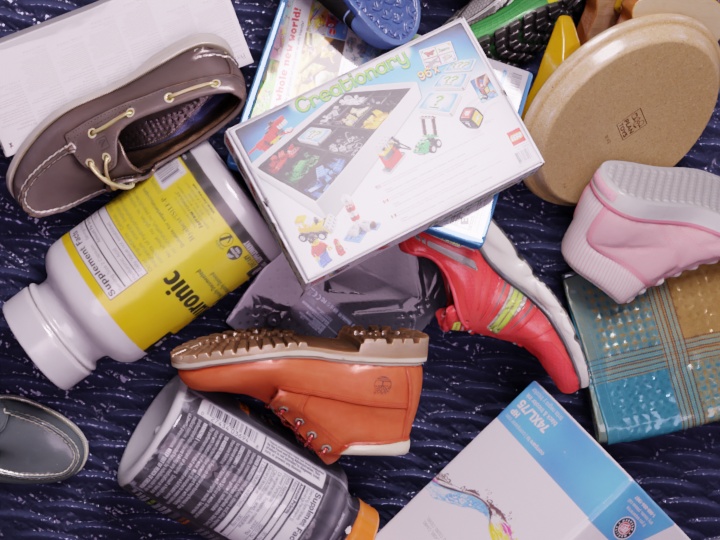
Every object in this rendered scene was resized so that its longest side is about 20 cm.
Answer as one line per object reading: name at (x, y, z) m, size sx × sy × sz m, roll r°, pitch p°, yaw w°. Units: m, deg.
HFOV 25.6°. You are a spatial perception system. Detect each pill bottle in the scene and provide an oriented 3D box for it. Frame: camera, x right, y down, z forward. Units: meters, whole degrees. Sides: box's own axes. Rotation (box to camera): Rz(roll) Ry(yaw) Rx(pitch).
pill bottle at (-0.167, -0.001, 1.202) m, size 0.200 × 0.111 × 0.111 m, roll -36°, pitch 105°, yaw 0°
pill bottle at (-0.084, 0.173, 1.256) m, size 0.200 × 0.106 × 0.106 m, roll 33°, pitch 94°, yaw -15°

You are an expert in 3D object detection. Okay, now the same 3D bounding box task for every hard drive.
hard drive at (0.000, 0.000, 1.266) m, size 0.135 × 0.042 × 0.200 m, roll 40°, pitch 92°, yaw -15°

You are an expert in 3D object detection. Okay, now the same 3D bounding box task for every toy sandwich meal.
toy sandwich meal at (0.198, -0.141, 1.247) m, size 0.205 × 0.070 × 0.206 m, roll -19°, pitch 139°, yaw -17°

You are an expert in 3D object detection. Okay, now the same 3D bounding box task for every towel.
towel at (0.275, 0.055, 1.317) m, size 0.199 × 0.022 × 0.147 m, roll -11°, pitch 85°, yaw -8°

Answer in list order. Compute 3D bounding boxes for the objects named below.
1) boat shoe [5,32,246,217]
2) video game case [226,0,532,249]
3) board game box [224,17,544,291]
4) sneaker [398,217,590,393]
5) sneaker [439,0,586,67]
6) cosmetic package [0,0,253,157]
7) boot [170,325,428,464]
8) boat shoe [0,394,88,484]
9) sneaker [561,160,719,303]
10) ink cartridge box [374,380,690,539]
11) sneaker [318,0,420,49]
boat shoe at (-0.172, -0.096, 1.162) m, size 0.200 × 0.060 × 0.072 m, roll -32°, pitch 139°, yaw 7°
video game case at (0.016, -0.113, 1.186) m, size 0.199 × 0.018 × 0.144 m, roll 18°, pitch 77°, yaw -3°
board game box at (0.017, -0.086, 1.153) m, size 0.199 × 0.035 × 0.127 m, roll -26°, pitch 83°, yaw -12°
sneaker at (0.102, 0.026, 1.245) m, size 0.085 × 0.077 × 0.200 m, roll -40°, pitch 104°, yaw 2°
sneaker at (0.133, -0.226, 1.237) m, size 0.200 × 0.078 × 0.085 m, roll -37°, pitch 69°, yaw 6°
cosmetic package at (-0.189, -0.162, 1.195) m, size 0.199 × 0.051 × 0.083 m, roll -21°, pitch 105°, yaw -5°
boot at (-0.048, 0.098, 1.215) m, size 0.199 × 0.075 × 0.108 m, roll 3°, pitch 100°, yaw -13°
boat shoe at (-0.310, 0.129, 1.229) m, size 0.199 × 0.062 × 0.073 m, roll 18°, pitch 98°, yaw -13°
sneaker at (0.248, -0.025, 1.288) m, size 0.200 × 0.075 × 0.105 m, roll 7°, pitch 126°, yaw -32°
ink cartridge box at (0.137, 0.228, 1.263) m, size 0.200 × 0.146 × 0.147 m, roll -44°, pitch 130°, yaw 1°
sneaker at (-0.034, -0.244, 1.181) m, size 0.070 × 0.078 × 0.200 m, roll -37°, pitch 95°, yaw -32°
